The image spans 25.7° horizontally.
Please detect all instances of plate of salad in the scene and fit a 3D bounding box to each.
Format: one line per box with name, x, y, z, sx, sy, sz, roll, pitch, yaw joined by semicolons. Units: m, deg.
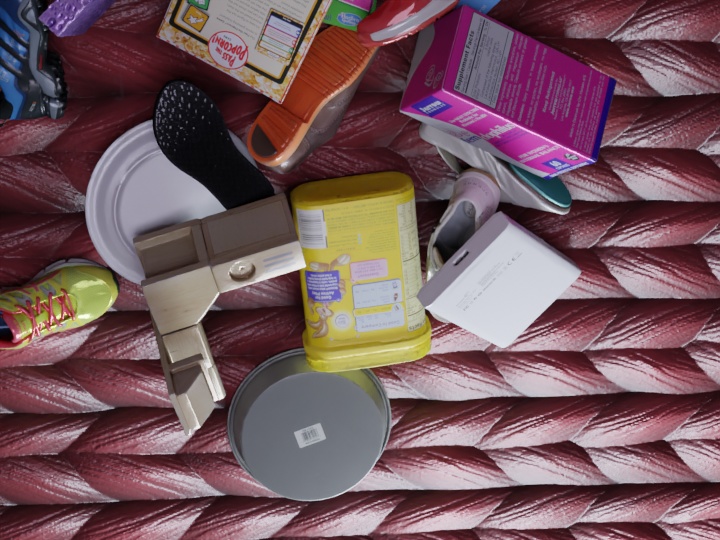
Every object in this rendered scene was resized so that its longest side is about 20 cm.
plate of salad;-0.205;-0.077;1.731;0.197;0.048;0.203;-8;115;-17

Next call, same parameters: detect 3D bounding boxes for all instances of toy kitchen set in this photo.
toy kitchen set;-0.131;0.065;1.708;0.178;0.164;0.201;-17;135;-3

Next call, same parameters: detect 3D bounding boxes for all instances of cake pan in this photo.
cake pan;-0.059;0.189;1.870;0.197;0.037;0.203;-2;113;-6

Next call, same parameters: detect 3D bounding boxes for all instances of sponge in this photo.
sponge;-0.235;-0.317;1.588;0.030;0.112;0.200;44;102;-3

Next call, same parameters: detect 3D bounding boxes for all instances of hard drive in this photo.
hard drive;0.158;0.014;1.766;0.132;0.026;0.199;-45;148;12

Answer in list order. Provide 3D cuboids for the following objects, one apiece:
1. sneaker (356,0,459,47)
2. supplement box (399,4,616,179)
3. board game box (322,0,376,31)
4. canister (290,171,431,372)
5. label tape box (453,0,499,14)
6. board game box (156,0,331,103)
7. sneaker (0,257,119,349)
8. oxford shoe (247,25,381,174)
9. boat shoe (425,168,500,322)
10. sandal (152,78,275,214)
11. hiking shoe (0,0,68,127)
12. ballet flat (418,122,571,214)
sneaker;0.064;-0.318;1.589;0.199;0.078;0.116;-32;106;-4
supplement box;0.156;-0.187;1.671;0.198;0.101;0.105;23;73;-21
board game box;-0.046;-0.353;1.586;0.151;0.040;0.202;15;127;6
canister;0.000;0.000;1.770;0.146;0.087;0.203;-7;113;-4
label tape box;0.097;-0.376;1.631;0.143;0.066;0.200;-42;114;13
board game box;-0.104;-0.288;1.594;0.150;0.047;0.201;28;128;-4
sneaker;-0.362;0.050;1.743;0.197;0.090;0.079;-17;113;-1
oxford shoe;-0.041;-0.191;1.703;0.200;0.071;0.073;-48;152;3
boat shoe;0.103;-0.016;1.762;0.070;0.069;0.202;19;127;13
sandal;-0.163;-0.126;1.680;0.075;0.045;0.200;-42;131;-5
hiking shoe;-0.362;-0.244;1.624;0.085;0.075;0.202;-11;114;-3
ballet flat;0.146;-0.119;1.755;0.199;0.070;0.070;37;105;-16
